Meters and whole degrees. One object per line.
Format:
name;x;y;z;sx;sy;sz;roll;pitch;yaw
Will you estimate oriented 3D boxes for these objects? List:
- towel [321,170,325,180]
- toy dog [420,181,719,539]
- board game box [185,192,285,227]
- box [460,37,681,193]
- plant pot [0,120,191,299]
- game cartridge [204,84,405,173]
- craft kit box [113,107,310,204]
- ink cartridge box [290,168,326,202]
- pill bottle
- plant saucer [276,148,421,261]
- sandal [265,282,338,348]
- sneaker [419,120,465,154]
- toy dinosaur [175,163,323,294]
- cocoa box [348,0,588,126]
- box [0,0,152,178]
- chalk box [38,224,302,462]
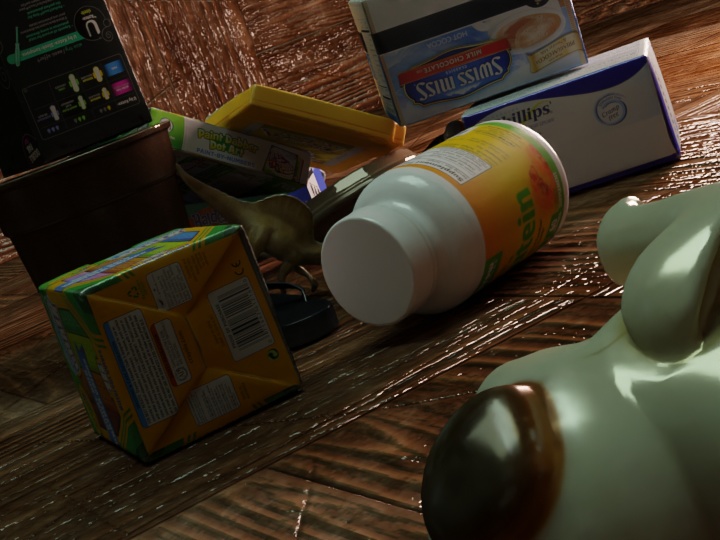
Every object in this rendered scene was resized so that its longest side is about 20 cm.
towel;-0.174;-0.124;2.114;0.200;0.086;0.165;-24;11;-26
toy dog;0.117;0.060;0.389;0.199;0.140;0.194;-17;47;14
board game box;-0.179;-0.044;1.572;0.152;0.045;0.200;-8;-5;-19
box;0.213;-0.147;1.337;0.183;0.105;0.200;-18;9;17
plant pot;-0.245;-0.021;1.328;0.200;0.199;0.200;-21;9;3
game cartridge;-0.064;-0.150;1.468;0.176;0.033;0.200;12;-7;-19
craft kit box;-0.189;-0.116;1.525;0.197;0.049;0.200;17;-17;-30
ink cartridge box;-0.074;-0.098;1.706;0.044;0.094;0.200;-20;9;6
pill bottle;0.063;-0.034;1.007;0.111;0.111;0.200;-12;13;42
plant saucer;-0.013;-0.074;1.467;0.200;0.030;0.200;-33;-6;-4
sandal;-0.074;0.030;1.144;0.076;0.043;0.200;-25;10;-24
sneaker;0.065;-0.061;1.313;0.112;0.078;0.200;-39;13;28
toy dinosaur;-0.092;-0.031;1.233;0.101;0.200;0.058;-58;13;25
cocoa box;0.105;-0.239;1.348;0.199;0.132;0.133;-19;12;-1
box;-0.316;-0.209;1.321;0.124;0.201;0.148;-27;12;-28
chalk box;-0.148;0.046;0.976;0.124;0.125;0.200;-24;9;-22
